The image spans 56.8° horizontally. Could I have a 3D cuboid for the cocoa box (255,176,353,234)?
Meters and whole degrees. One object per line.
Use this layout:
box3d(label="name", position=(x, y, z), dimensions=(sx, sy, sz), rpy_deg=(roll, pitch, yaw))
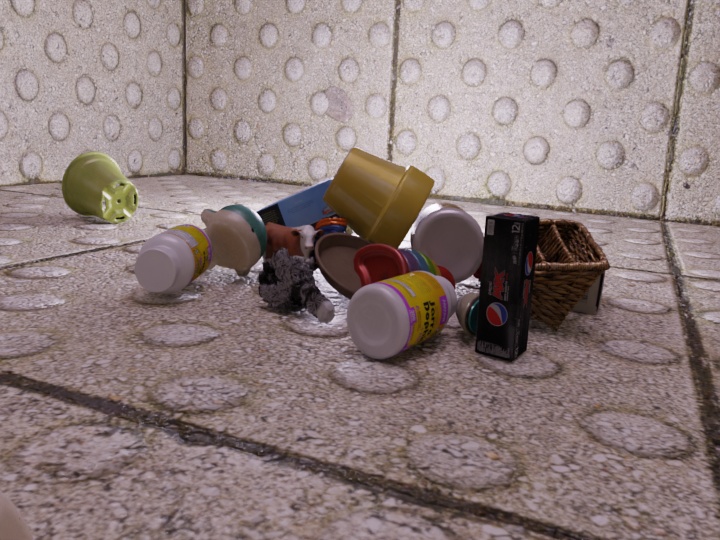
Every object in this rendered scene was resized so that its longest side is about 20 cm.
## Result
box3d(label="cocoa box", position=(-0.123, -0.119, 1.547), dimensions=(0.195, 0.135, 0.133), rpy_deg=(-22, 8, 8))

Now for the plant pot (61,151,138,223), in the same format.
box3d(label="plant pot", position=(-0.773, -0.236, 2.021), dimensions=(0.182, 0.207, 0.197), rpy_deg=(27, 24, 37))

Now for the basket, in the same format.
box3d(label="basket", position=(0.316, -0.027, 1.165), dimensions=(0.140, 0.151, 0.201), rpy_deg=(29, 25, -10))

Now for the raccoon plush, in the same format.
box3d(label="raccoon plush", position=(-0.093, 0.043, 1.181), dimensions=(0.200, 0.098, 0.133), rpy_deg=(46, 19, 28))

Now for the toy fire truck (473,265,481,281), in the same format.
box3d(label="toy fire truck", position=(0.313, 0.001, 1.361), dimensions=(0.170, 0.133, 0.199), rpy_deg=(6, 2, 16))

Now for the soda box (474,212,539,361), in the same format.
box3d(label="soda box", position=(0.215, 0.022, 0.976), dimensions=(0.062, 0.207, 0.070), rpy_deg=(10, 13, 31))

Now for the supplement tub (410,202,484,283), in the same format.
box3d(label="supplement tub", position=(0.172, -0.061, 1.360), dimensions=(0.140, 0.151, 0.200), rpy_deg=(3, 10, 1))

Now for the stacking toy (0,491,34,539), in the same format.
box3d(label="stacking toy", position=(-0.258, 0.191, 0.301), dimensions=(0.194, 0.151, 0.146), rpy_deg=(-14, 14, -6))

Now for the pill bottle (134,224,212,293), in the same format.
box3d(label="pill bottle", position=(-0.345, -0.020, 1.228), dimensions=(0.101, 0.108, 0.200), rpy_deg=(3, 12, 2))

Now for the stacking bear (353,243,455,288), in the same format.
box3d(label="stacking bear", position=(0.095, 0.022, 1.180), dimensions=(0.112, 0.125, 0.197), rpy_deg=(-21, -19, 37))

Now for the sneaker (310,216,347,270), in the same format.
box3d(label="sneaker", position=(-0.085, -0.039, 1.400), dimensions=(0.073, 0.081, 0.200), rpy_deg=(5, -24, -20))

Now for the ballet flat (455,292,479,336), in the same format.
box3d(label="ballet flat", position=(0.193, 0.067, 1.102), dimensions=(0.068, 0.072, 0.198), rpy_deg=(11, 5, 33))

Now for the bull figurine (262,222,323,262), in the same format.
box3d(label="bull figurine", position=(-0.143, -0.041, 1.375), dimensions=(0.064, 0.126, 0.198), rpy_deg=(-6, 15, -37))

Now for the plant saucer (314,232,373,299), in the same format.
box3d(label="plant saucer", position=(0.000, 0.000, 1.261), dimensions=(0.195, 0.030, 0.202), rpy_deg=(21, 32, -13))

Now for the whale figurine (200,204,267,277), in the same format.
box3d(label="whale figurine", position=(-0.271, -0.065, 1.382), dimensions=(0.197, 0.161, 0.104), rpy_deg=(-18, 22, 44))

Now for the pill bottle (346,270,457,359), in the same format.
box3d(label="pill bottle", position=(0.071, 0.059, 1.001), dimensions=(0.102, 0.108, 0.198), rpy_deg=(11, 14, 33))

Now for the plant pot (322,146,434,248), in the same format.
box3d(label="plant pot", position=(0.030, -0.154, 1.399), dimensions=(0.186, 0.204, 0.201), rpy_deg=(33, 12, -2))

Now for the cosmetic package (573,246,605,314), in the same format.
box3d(label="cosmetic package", position=(0.441, 0.010, 1.341), dimensions=(0.084, 0.107, 0.200), rpy_deg=(8, 14, 16))
